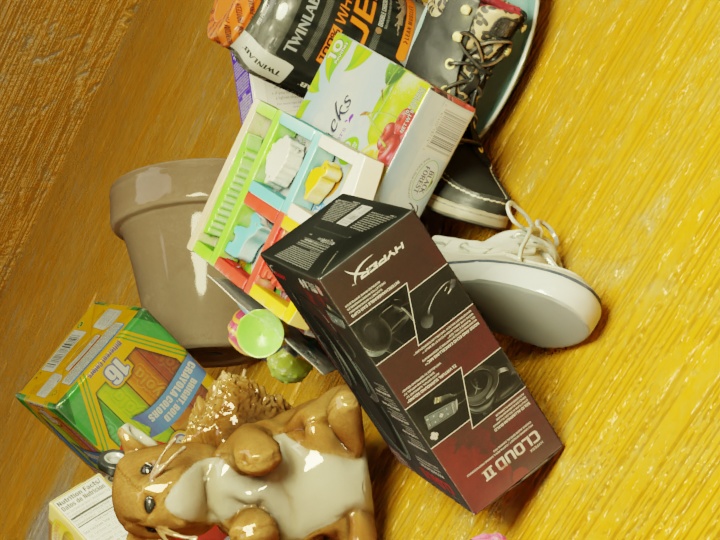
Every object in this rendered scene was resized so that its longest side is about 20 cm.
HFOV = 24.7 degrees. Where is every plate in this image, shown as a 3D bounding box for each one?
[{"bbox_3d":[0.094,-0.180,1.344,0.200,0.025,0.201,-40,42,48],"label":"plate"}]

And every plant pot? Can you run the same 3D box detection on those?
[{"bbox_3d":[-0.146,0.001,1.625,0.200,0.199,0.176,149,120,-60],"label":"plant pot"}]

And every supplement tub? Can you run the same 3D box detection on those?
[{"bbox_3d":[-0.028,-0.210,1.468,0.123,0.199,0.123,-53,24,36],"label":"supplement tub"}]

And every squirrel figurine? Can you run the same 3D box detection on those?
[{"bbox_3d":[-0.087,0.153,1.213,0.200,0.185,0.143,-107,10,-80],"label":"squirrel figurine"}]

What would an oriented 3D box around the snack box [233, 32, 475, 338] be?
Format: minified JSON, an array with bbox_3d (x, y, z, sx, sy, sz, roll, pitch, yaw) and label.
[{"bbox_3d":[-0.013,-0.061,1.226,0.142,0.053,0.201,38,103,53],"label":"snack box"}]

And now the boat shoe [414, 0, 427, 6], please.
[{"bbox_3d":[0.006,-0.238,1.627,0.200,0.057,0.067,-15,55,67],"label":"boat shoe"}]

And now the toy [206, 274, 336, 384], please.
[{"bbox_3d":[-0.071,0.055,1.301,0.047,0.115,0.200,-50,-5,-1],"label":"toy"}]

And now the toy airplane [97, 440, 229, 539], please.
[{"bbox_3d":[-0.120,0.213,1.386,0.200,0.141,0.200,-30,79,48],"label":"toy airplane"}]

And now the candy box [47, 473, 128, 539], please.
[{"bbox_3d":[-0.172,0.272,1.319,0.055,0.200,0.116,-30,-33,-35],"label":"candy box"}]

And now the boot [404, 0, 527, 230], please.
[{"bbox_3d":[0.078,-0.130,1.245,0.151,0.073,0.200,-67,27,18],"label":"boot"}]

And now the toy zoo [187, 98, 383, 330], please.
[{"bbox_3d":[-0.051,-0.041,1.202,0.200,0.020,0.132,34,100,53],"label":"toy zoo"}]

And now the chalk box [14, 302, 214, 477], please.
[{"bbox_3d":[-0.198,0.142,1.539,0.125,0.200,0.124,-51,24,-19],"label":"chalk box"}]

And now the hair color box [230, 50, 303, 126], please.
[{"bbox_3d":[-0.068,-0.216,1.598,0.065,0.109,0.201,160,102,-72],"label":"hair color box"}]

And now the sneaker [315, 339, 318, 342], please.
[{"bbox_3d":[0.010,0.050,1.244,0.076,0.090,0.200,-68,20,-8],"label":"sneaker"}]

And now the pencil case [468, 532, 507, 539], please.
[{"bbox_3d":[0.039,0.214,0.994,0.200,0.090,0.094,-32,33,56],"label":"pencil case"}]

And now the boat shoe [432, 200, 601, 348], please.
[{"bbox_3d":[0.101,-0.003,1.091,0.086,0.075,0.202,-56,23,-17],"label":"boat shoe"}]

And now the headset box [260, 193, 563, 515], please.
[{"bbox_3d":[0.034,0.056,1.046,0.077,0.201,0.149,-35,16,-10],"label":"headset box"}]

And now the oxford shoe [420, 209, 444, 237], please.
[{"bbox_3d":[0.000,0.000,1.359,0.200,0.071,0.073,-45,31,47],"label":"oxford shoe"}]
